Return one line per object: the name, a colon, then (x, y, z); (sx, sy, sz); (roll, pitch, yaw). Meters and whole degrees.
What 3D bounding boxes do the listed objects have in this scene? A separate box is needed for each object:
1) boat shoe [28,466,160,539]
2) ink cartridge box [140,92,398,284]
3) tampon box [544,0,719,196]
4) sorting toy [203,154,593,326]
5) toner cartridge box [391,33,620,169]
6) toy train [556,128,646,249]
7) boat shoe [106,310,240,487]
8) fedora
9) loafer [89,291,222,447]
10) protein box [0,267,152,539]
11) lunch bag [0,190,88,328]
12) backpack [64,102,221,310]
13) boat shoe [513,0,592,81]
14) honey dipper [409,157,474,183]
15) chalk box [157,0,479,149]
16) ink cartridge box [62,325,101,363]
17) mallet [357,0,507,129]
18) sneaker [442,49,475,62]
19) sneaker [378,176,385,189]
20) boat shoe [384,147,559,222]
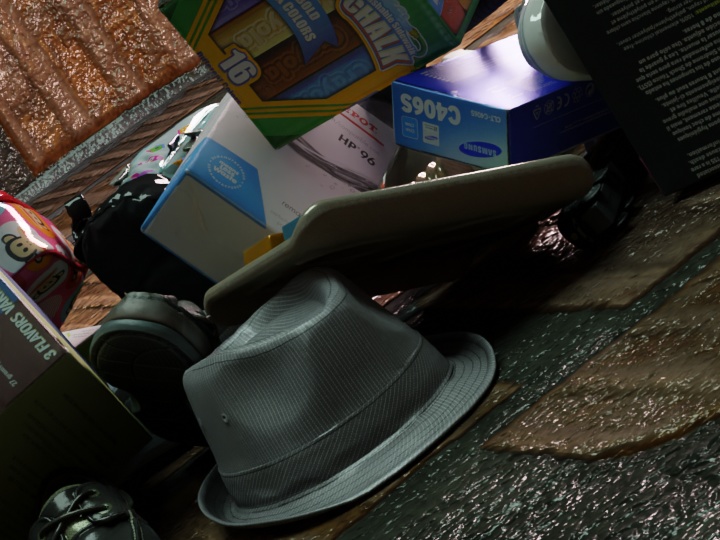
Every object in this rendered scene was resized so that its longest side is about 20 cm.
boat shoe: (-0.154, 0.152, 1.312); (0.072, 0.066, 0.201); (-37, 10, -7)
ink cartridge box: (-0.049, -0.069, 1.543); (0.068, 0.116, 0.200); (-49, 10, 39)
tampon box: (0.195, -0.175, 1.351); (0.126, 0.200, 0.150); (-24, 14, 35)
sorting toy: (0.017, -0.022, 1.372); (0.184, 0.037, 0.200); (-11, -11, -22)
toner cartridge box: (0.120, -0.114, 1.448); (0.095, 0.043, 0.200); (17, 30, 42)
toy train: (0.150, -0.060, 1.435); (0.046, 0.034, 0.200); (-40, 8, 26)
boat shoe: (-0.146, 0.091, 1.533); (0.200, 0.072, 0.062); (-38, 14, -7)
fedora: (-0.028, 0.059, 1.285); (0.177, 0.090, 0.200); (-38, 12, -19)
loafer: (-0.115, 0.047, 1.402); (0.200, 0.072, 0.063); (77, -158, -67)
protein box: (-0.261, 0.097, 1.403); (0.200, 0.135, 0.199); (-43, -20, -5)
lunch bag: (-0.279, 0.041, 1.570); (0.200, 0.082, 0.176); (-46, -9, -1)
backpack: (-0.094, -0.034, 1.632); (0.126, 0.167, 0.200); (-28, 17, 28)
boat shoe: (0.130, -0.163, 1.430); (0.068, 0.072, 0.200); (-23, 21, 34)
honey dipper: (0.000, 0.000, 1.506); (0.200, 0.038, 0.038); (-44, 5, 29)
chalk box: (-0.001, -0.190, 1.461); (0.200, 0.124, 0.125); (-26, 24, 33)
ink cartridge box: (-0.195, 0.073, 1.728); (0.200, 0.076, 0.148); (-41, 13, -25)
mallet: (0.053, -0.145, 1.528); (0.200, 0.041, 0.066); (-24, 43, 63)
sneaker: (0.126, -0.137, 1.622); (0.118, 0.074, 0.200); (-27, -4, 6)
sneaker: (0.035, -0.067, 1.723); (0.200, 0.077, 0.082); (-43, 27, -7)
boat shoe: (0.086, -0.060, 1.518); (0.060, 0.076, 0.200); (9, 3, -27)
